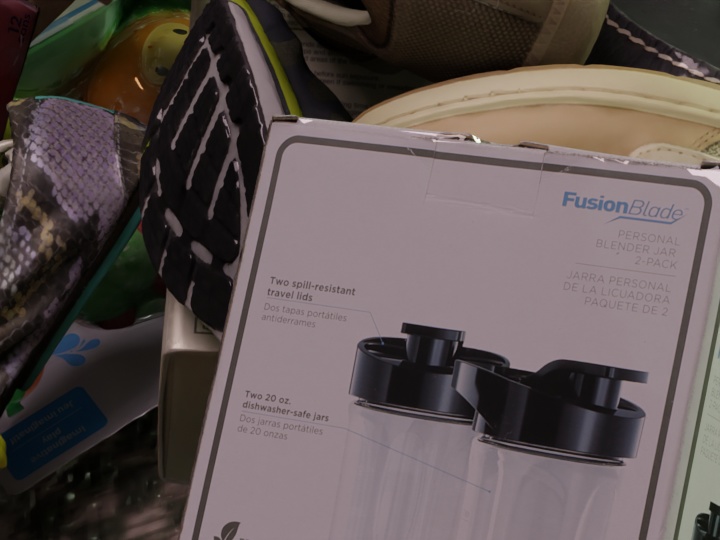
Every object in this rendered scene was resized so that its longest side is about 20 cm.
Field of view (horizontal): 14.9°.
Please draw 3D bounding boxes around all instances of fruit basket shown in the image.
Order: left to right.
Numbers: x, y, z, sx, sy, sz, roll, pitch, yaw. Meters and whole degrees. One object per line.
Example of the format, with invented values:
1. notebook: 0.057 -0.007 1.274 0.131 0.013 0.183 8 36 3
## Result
1. fruit basket: -0.088 -0.034 0.954 0.185 0.094 0.200 -31 43 -13

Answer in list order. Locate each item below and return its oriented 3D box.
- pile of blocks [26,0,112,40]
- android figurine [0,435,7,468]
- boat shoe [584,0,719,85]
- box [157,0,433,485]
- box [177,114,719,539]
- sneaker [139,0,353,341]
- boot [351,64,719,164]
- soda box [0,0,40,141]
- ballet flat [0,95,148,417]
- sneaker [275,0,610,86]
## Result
1. pile of blocks: -0.085 -0.132 0.879 0.200 0.062 0.082 -6 57 61
2. android figurine: -0.174 0.104 0.708 0.182 0.041 0.200 28 61 30
3. boat shoe: 0.074 -0.087 0.784 0.061 0.074 0.200 -64 21 16
4. box: -0.012 -0.035 0.871 0.094 0.078 0.201 5 55 -2
5. box: 0.021 0.073 0.602 0.116 0.060 0.201 7 80 27
6. sneaker: 0.000 0.000 0.768 0.081 0.074 0.200 4 45 -37
7. boot: 0.082 0.038 0.659 0.199 0.073 0.156 10 59 0
8. soda box: -0.173 -0.003 0.890 0.063 0.070 0.201 15 90 39
9. ballet flat: -0.130 0.035 0.852 0.072 0.072 0.201 23 85 43
10. sneaker: 0.003 -0.095 0.757 0.071 0.075 0.200 -67 21 2
